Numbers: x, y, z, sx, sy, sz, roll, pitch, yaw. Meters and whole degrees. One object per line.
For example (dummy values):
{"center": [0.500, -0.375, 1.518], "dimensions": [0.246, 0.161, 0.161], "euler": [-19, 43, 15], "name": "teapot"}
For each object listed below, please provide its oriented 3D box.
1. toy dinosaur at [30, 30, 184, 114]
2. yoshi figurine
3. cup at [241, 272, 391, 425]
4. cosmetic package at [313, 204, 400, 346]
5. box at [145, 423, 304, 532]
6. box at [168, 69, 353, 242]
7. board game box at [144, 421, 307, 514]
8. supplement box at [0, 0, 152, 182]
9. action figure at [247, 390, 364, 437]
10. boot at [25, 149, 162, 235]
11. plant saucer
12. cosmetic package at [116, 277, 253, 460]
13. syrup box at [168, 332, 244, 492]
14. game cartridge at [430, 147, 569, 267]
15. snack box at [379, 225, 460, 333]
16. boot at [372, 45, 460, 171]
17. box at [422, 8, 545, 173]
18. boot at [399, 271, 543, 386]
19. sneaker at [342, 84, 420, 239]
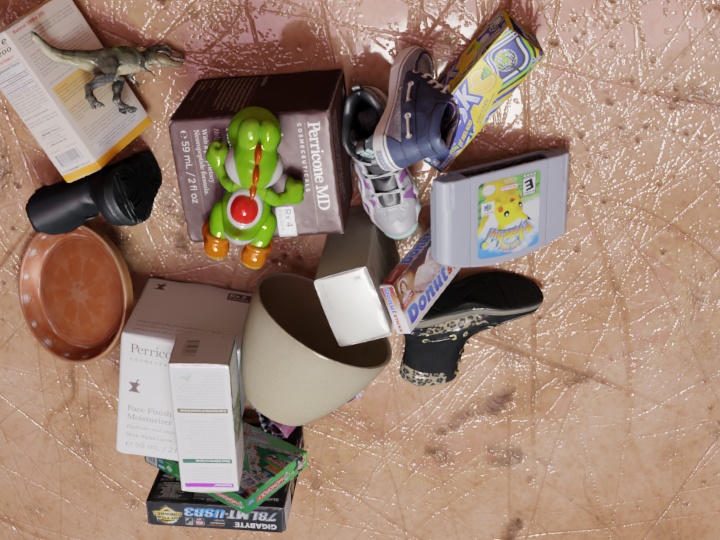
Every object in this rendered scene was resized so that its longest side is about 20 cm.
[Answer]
{"center": [-0.314, -0.243, 1.341], "dimensions": [0.047, 0.199, 0.089], "euler": [-7, 87, 50], "name": "toy dinosaur"}
{"center": [-0.128, -0.108, 1.256], "dimensions": [0.112, 0.112, 0.200], "euler": [44, 137, 27], "name": "yoshi figurine"}
{"center": [-0.079, 0.118, 1.424], "dimensions": [0.200, 0.200, 0.144], "euler": [28, 112, -9], "name": "cup"}
{"center": [0.000, 0.000, 1.408], "dimensions": [0.073, 0.200, 0.104], "euler": [-14, 114, 14], "name": "cosmetic package"}
{"center": [-0.193, 0.298, 1.583], "dimensions": [0.199, 0.199, 0.050], "euler": [1, 116, 4], "name": "box"}
{"center": [-0.118, -0.147, 1.364], "dimensions": [0.199, 0.164, 0.167], "euler": [-3, 117, 7], "name": "box"}
{"center": [-0.195, 0.268, 1.556], "dimensions": [0.199, 0.134, 0.029], "euler": [19, 123, 32], "name": "board game box"}
{"center": [-0.372, -0.231, 1.361], "dimensions": [0.073, 0.126, 0.200], "euler": [-15, 116, 37], "name": "supplement box"}
{"center": [-0.058, 0.171, 1.559], "dimensions": [0.199, 0.134, 0.149], "euler": [-29, 152, -9], "name": "action figure"}
{"center": [-0.356, -0.084, 1.400], "dimensions": [0.168, 0.200, 0.077], "euler": [-21, 110, 9], "name": "boot"}
{"center": [-0.398, 0.030, 1.517], "dimensions": [0.200, 0.032, 0.201], "euler": [4, 98, 29], "name": "plant saucer"}
{"center": [-0.244, 0.142, 1.525], "dimensions": [0.164, 0.165, 0.201], "euler": [8, 118, 0], "name": "cosmetic package"}
{"center": [-0.199, 0.187, 1.407], "dimensions": [0.081, 0.079, 0.201], "euler": [1, 118, 1], "name": "syrup box"}
{"center": [0.183, -0.076, 1.392], "dimensions": [0.199, 0.040, 0.134], "euler": [-16, 123, -22], "name": "game cartridge"}
{"center": [0.089, -0.003, 1.404], "dimensions": [0.024, 0.200, 0.072], "euler": [-2, 121, 35], "name": "snack box"}
{"center": [0.082, -0.202, 1.294], "dimensions": [0.090, 0.201, 0.073], "euler": [-11, 137, 31], "name": "boot"}
{"center": [0.138, -0.223, 1.350], "dimensions": [0.064, 0.070, 0.200], "euler": [31, 117, -20], "name": "box"}
{"center": [0.148, 0.084, 1.516], "dimensions": [0.203, 0.074, 0.154], "euler": [-9, 137, -13], "name": "boot"}
{"center": [0.017, -0.134, 1.338], "dimensions": [0.077, 0.140, 0.201], "euler": [-18, 90, 10], "name": "sneaker"}
